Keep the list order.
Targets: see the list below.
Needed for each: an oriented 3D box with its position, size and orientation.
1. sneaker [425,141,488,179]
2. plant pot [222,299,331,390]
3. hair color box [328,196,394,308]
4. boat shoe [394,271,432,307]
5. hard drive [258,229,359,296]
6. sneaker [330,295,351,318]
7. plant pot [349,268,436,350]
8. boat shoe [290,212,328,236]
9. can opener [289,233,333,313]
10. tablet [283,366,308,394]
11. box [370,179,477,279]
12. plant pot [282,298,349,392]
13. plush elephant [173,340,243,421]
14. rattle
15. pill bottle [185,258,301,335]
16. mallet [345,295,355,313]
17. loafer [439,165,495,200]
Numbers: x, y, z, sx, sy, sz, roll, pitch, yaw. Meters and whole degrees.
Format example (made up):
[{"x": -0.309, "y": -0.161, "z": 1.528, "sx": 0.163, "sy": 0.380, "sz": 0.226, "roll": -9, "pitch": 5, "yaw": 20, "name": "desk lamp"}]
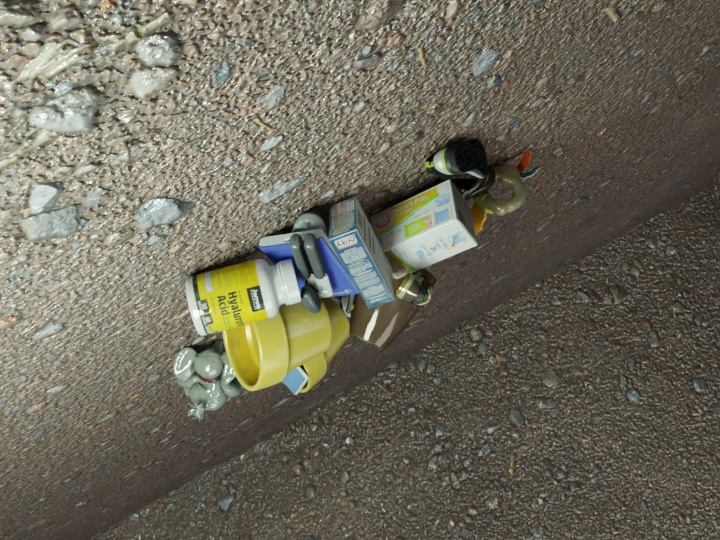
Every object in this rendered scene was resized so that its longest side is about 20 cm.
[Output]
[{"x": 0.192, "y": -0.220, "z": 1.418, "sx": 0.082, "sy": 0.073, "sz": 0.199, "roll": -9, "pitch": 178, "yaw": 34, "name": "sneaker"}, {"x": -0.170, "y": 0.133, "z": 1.490, "sx": 0.187, "sy": 0.203, "sz": 0.201, "roll": -11, "pitch": 157, "yaw": -31, "name": "plant pot"}, {"x": 0.003, "y": -0.032, "z": 1.365, "sx": 0.060, "sy": 0.101, "sz": 0.201, "roll": -17, "pitch": 131, "yaw": 13, "name": "hair color box"}, {"x": 0.118, "y": 0.047, "z": 1.474, "sx": 0.074, "sy": 0.065, "sz": 0.200, "roll": -53, "pitch": 170, "yaw": 10, "name": "boat shoe"}, {"x": -0.093, "y": -0.008, "z": 1.361, "sx": 0.130, "sy": 0.026, "sz": 0.200, "roll": -7, "pitch": 147, "yaw": 21, "name": "hard drive"}, {"x": 0.000, "y": 0.100, "z": 1.779, "sx": 0.080, "sy": 0.200, "sz": 0.077, "roll": -19, "pitch": 126, "yaw": -24, "name": "sneaker"}, {"x": 0.054, "y": 0.074, "z": 1.642, "sx": 0.202, "sy": 0.185, "sz": 0.187, "roll": -64, "pitch": 166, "yaw": -9, "name": "plant pot"}, {"x": -0.095, "y": -0.059, "z": 1.373, "sx": 0.201, "sy": 0.071, "sz": 0.063, "roll": 100, "pitch": 9, "yaw": -59, "name": "boat shoe"}, {"x": -0.091, "y": 0.011, "z": 1.300, "sx": 0.052, "sy": 0.068, "sz": 0.201, "roll": 0, "pitch": 149, "yaw": 8, "name": "can opener"}, {"x": -0.207, "y": 0.208, "z": 1.713, "sx": 0.014, "sy": 0.200, "sz": 0.130, "roll": -37, "pitch": 170, "yaw": -32, "name": "tablet"}, {"x": 0.128, "y": -0.083, "z": 1.468, "sx": 0.198, "sy": 0.114, "sz": 0.101, "roll": -24, "pitch": 138, "yaw": 23, "name": "box"}, {"x": -0.131, "y": 0.171, "z": 1.770, "sx": 0.188, "sy": 0.201, "sz": 0.201, "roll": -36, "pitch": 169, "yaw": -32, "name": "plant pot"}, {"x": -0.357, "y": 0.241, "z": 1.670, "sx": 0.200, "sy": 0.162, "sz": 0.157, "roll": -87, "pitch": -168, "yaw": -72, "name": "plush elephant"}, {"x": 0.334, "y": -0.174, "z": 1.640, "sx": 0.200, "sy": 0.129, "sz": 0.144, "roll": -46, "pitch": 142, "yaw": -37, "name": "rattle"}, {"x": -0.214, "y": 0.042, "z": 1.298, "sx": 0.197, "sy": 0.113, "sz": 0.112, "roll": -15, "pitch": 162, "yaw": -6, "name": "pill bottle"}, {"x": 0.000, "y": 0.000, "z": 1.578, "sx": 0.065, "sy": 0.041, "sz": 0.203, "roll": -22, "pitch": 129, "yaw": -45, "name": "mallet"}, {"x": 0.200, "y": -0.177, "z": 1.532, "sx": 0.199, "sy": 0.073, "sz": 0.071, "roll": -36, "pitch": 153, "yaw": 3, "name": "loafer"}]
